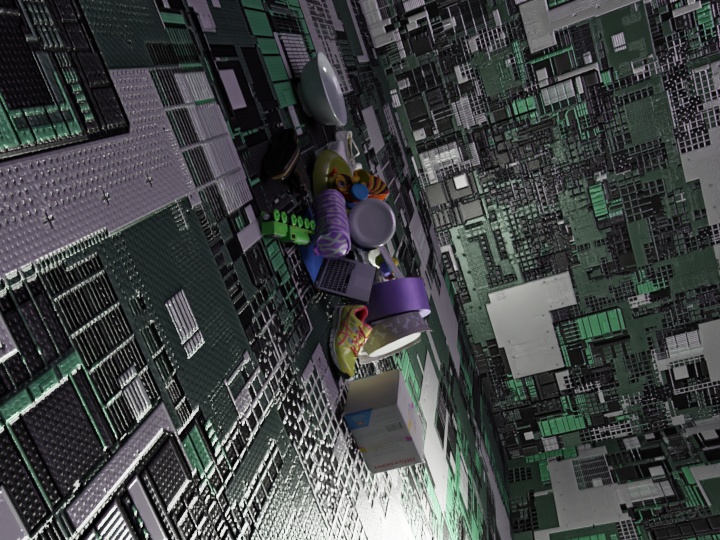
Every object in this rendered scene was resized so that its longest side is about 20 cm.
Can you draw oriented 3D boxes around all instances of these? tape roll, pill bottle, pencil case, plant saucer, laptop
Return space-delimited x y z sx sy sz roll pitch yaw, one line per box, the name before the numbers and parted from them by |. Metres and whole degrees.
tape roll | 0.076 0.089 1.675 0.200 0.197 0.086 27 47 -70
pill bottle | 0.017 -0.107 1.592 0.200 0.114 0.118 168 -94 -84
pencil case | -0.069 -0.104 1.472 0.084 0.084 0.201 59 14 -32
plant saucer | -0.061 -0.217 1.710 0.199 0.031 0.204 18 70 -62
laptop | -0.054 -0.038 1.506 0.188 0.197 0.117 -74 178 -63

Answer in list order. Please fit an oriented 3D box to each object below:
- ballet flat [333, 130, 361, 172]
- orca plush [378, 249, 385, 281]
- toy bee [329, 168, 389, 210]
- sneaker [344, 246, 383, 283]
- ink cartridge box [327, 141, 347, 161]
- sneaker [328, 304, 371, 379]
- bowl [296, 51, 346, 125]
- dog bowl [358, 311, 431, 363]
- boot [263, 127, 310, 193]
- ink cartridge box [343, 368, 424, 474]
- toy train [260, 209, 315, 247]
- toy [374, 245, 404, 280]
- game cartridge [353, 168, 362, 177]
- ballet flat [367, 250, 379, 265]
ballet flat | -0.030 -0.334 1.991 0.069 0.068 0.203 14 62 -73
orca plush | 0.034 -0.026 1.967 0.104 0.071 0.203 -12 73 -31
toy bee | -0.025 -0.212 1.634 0.199 0.130 0.110 -13 73 -52
sneaker | 0.000 0.000 1.743 0.202 0.074 0.115 66 17 -12
ink cartridge box | -0.054 -0.244 1.869 0.162 0.049 0.202 -84 163 -56
sneaker | -0.018 0.151 1.475 0.079 0.089 0.202 61 21 -45
bowl | -0.114 -0.481 1.783 0.201 0.089 0.204 -17 90 -75
dog bowl | 0.078 0.165 1.623 0.059 0.198 0.200 66 12 15
boot | -0.146 -0.208 1.420 0.201 0.076 0.140 -83 158 -54
ink cartridge box | 0.060 0.352 1.483 0.126 0.127 0.202 -78 150 -61
toy train | -0.143 -0.083 1.329 0.200 0.041 0.057 10 74 -68
toy | 0.072 -0.010 1.765 0.116 0.047 0.200 57 10 2
game cartridge | 0.024 -0.176 1.849 0.200 0.032 0.179 90 -21 -80
ballet flat | 0.004 -0.069 1.829 0.070 0.068 0.202 -78 153 -61
